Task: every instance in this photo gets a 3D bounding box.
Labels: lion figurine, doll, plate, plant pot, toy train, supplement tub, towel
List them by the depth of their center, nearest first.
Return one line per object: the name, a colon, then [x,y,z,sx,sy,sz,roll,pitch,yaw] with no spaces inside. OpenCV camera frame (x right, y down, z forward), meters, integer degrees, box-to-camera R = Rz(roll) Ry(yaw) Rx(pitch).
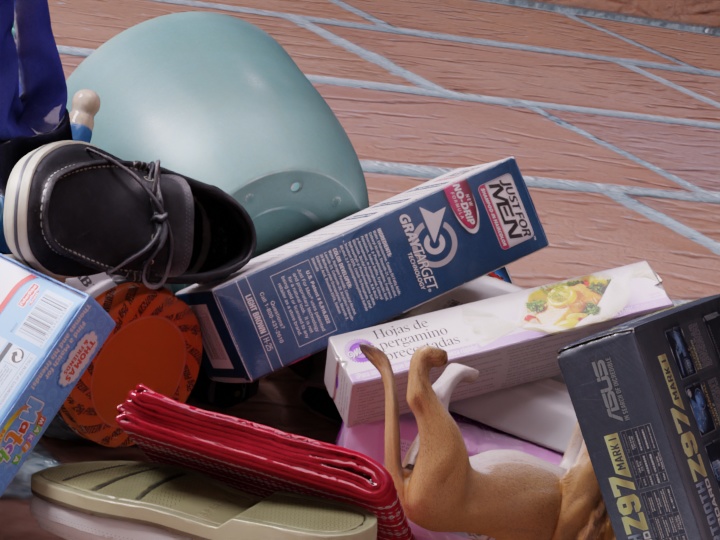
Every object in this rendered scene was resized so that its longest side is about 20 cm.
towel: [-0.042,0.110,1.175,0.144,0.023,0.200,17,-15,11]
lion figurine: [0.078,0.119,1.206,0.200,0.123,0.072,17,-8,-10]
doll: [-0.180,-0.074,1.219,0.048,0.200,0.136,7,26,20]
supplement tub: [-0.193,0.024,1.349,0.122,0.123,0.200,-2,20,-46]
plate: [0.105,0.051,1.359,0.200,0.032,0.200,20,19,14]
plant pot: [-0.087,-0.042,1.434,0.200,0.201,0.161,4,25,-32]
toy train: [-0.156,0.046,1.485,0.200,0.034,0.046,21,27,27]

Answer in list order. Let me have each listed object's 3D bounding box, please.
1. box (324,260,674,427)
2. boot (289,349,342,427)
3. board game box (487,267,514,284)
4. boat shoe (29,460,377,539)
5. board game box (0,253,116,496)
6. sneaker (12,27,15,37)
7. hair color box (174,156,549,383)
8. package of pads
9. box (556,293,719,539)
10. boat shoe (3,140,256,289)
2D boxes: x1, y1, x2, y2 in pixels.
box: [0.079,0.040,1.271,0.200,0.041,0.039,-14,49,-17]
boot: [-0.016,0.056,1.478,0.200,0.072,0.166,21,12,11]
board game box: [0.050,0.033,1.469,0.126,0.035,0.200,15,20,-12]
boat shoe: [-0.084,0.141,1.116,0.200,0.068,0.075,10,15,33]
board game box: [-0.244,0.048,1.177,0.200,0.151,0.037,24,-16,34]
sneaker: [-0.229,-0.051,1.303,0.078,0.200,0.091,34,1,5]
hair color box: [0.000,0.000,1.332,0.200,0.061,0.100,-25,6,-17]
package of pads: [0.083,0.122,1.315,0.200,0.076,0.121,14,9,1]
box: [0.183,0.119,1.194,0.051,0.200,0.158,-20,-3,29]
boat shoe: [-0.122,-0.027,1.219,0.062,0.075,0.200,3,-5,28]
